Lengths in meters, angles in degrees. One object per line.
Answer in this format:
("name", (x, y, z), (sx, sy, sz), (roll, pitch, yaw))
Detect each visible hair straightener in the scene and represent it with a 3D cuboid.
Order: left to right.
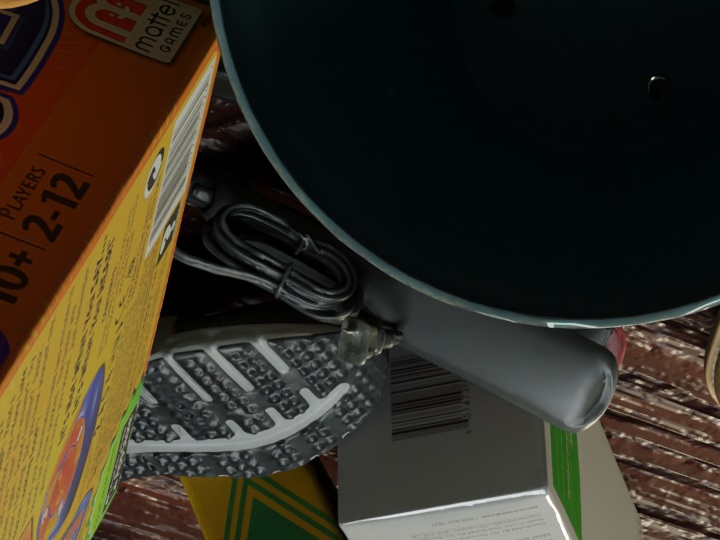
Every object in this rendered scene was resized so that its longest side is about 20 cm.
("hair straightener", (0.000, 0.000, 0.887), (0.200, 0.077, 0.041), (30, 109, -2))

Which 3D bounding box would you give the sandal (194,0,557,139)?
("sandal", (-0.035, -0.081, 0.819), (0.200, 0.075, 0.048), (10, 168, 0))

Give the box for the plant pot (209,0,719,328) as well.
("plant pot", (0.067, -0.083, 0.726), (0.200, 0.200, 0.135), (-5, 178, 8))

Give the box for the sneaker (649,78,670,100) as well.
("sneaker", (0.086, -0.053, 0.835), (0.112, 0.073, 0.200), (15, 143, -20))

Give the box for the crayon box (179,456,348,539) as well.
("crayon box", (-0.018, 0.129, 1.006), (0.052, 0.200, 0.126), (-27, 140, -1))

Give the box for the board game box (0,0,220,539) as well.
("board game box", (-0.177, 0.024, 0.711), (0.200, 0.200, 0.200), (20, 129, 4))

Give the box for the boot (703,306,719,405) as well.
("boot", (0.193, 0.017, 0.928), (0.074, 0.076, 0.200), (17, 142, -23))

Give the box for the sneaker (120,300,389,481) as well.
("sneaker", (-0.081, 0.037, 0.960), (0.200, 0.080, 0.074), (-13, 131, 22))

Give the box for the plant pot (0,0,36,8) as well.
("plant pot", (-0.141, -0.167, 0.607), (0.140, 0.200, 0.200), (7, 146, 19))

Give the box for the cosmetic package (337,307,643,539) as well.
("cosmetic package", (0.056, 0.100, 1.016), (0.085, 0.108, 0.200), (-11, 143, 14))
